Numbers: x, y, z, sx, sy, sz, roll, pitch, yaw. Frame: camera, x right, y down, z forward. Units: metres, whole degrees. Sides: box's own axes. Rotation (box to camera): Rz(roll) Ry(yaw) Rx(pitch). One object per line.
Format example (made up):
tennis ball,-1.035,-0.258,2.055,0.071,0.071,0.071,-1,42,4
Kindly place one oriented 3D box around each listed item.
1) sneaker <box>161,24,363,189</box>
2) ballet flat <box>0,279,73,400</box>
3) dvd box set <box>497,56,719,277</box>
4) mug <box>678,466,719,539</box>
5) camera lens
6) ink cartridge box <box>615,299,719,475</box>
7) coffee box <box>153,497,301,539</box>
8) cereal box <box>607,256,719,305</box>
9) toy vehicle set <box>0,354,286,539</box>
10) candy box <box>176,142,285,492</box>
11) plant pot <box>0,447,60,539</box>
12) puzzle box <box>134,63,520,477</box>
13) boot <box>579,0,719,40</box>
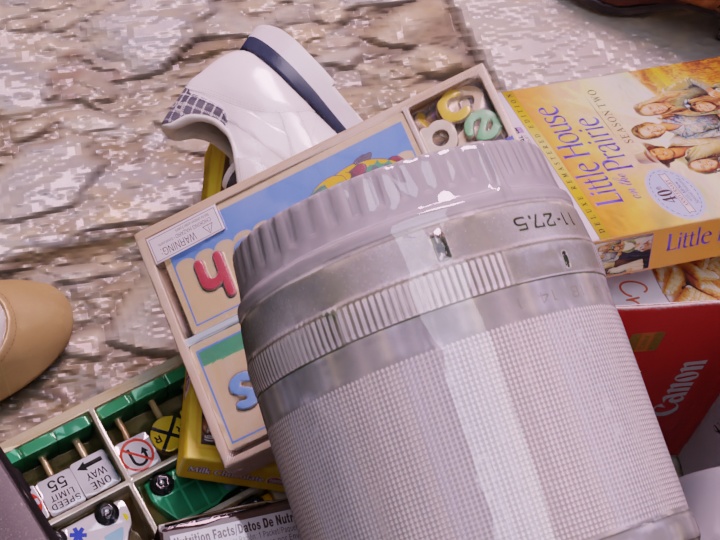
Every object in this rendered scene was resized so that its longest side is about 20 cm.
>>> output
sneaker,-0.016,-0.034,0.981,0.080,0.077,0.200,-40,77,-17
ballet flat,-0.239,0.048,0.950,0.198,0.063,0.069,-23,68,-17
dvd box set,0.183,-0.064,1.035,0.198,0.030,0.147,-10,40,-15
mug,0.244,0.189,0.879,0.197,0.148,0.177,-1,73,6
camera lens,0.042,0.066,0.789,0.158,0.160,0.202,-16,79,-14
ink cartridge box,0.186,0.069,0.909,0.174,0.201,0.045,-7,64,-9
coffee box,-0.037,0.215,0.843,0.079,0.115,0.202,-11,72,-14
cereal box,0.160,0.017,1.012,0.198,0.040,0.145,-7,53,-9
toy vehicle set,-0.138,0.135,0.937,0.199,0.027,0.125,-27,69,-18
candy box,-0.039,0.022,0.987,0.101,0.026,0.202,11,56,-14
plant pot,-0.206,0.159,0.796,0.176,0.201,0.200,-32,63,-12
puzzle box,0.000,0.000,0.918,0.198,0.025,0.134,-26,71,4
boot,0.196,-0.212,1.052,0.187,0.201,0.069,28,63,8
